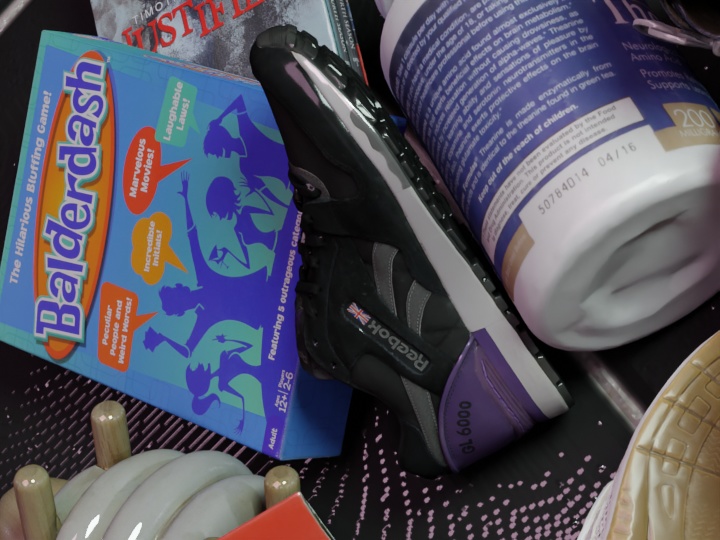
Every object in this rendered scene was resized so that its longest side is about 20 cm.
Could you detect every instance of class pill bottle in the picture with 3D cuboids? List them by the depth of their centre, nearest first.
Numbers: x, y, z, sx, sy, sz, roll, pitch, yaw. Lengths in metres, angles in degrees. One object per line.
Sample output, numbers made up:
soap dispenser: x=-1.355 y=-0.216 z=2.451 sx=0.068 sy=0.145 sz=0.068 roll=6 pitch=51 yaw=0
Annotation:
pill bottle: x=0.076 y=-0.075 z=0.853 sx=0.111 sy=0.111 sz=0.200 roll=-38 pitch=58 yaw=15

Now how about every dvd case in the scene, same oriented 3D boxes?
dvd case: x=-0.067 y=-0.115 z=0.971 sx=0.146 sy=0.022 sz=0.201 roll=-23 pitch=73 yaw=37

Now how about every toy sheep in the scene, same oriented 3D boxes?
toy sheep: x=-0.073 y=0.136 z=0.860 sx=0.199 sy=0.138 sz=0.138 roll=21 pitch=84 yaw=30

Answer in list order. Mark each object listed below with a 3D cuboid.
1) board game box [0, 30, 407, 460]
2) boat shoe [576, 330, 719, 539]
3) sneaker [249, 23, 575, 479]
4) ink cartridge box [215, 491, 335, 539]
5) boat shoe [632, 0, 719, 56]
board game box: x=-0.080 y=-0.016 z=0.937 sx=0.199 sy=0.045 sz=0.153 roll=18 pitch=101 yaw=39
boat shoe: x=0.114 y=0.106 z=0.789 sx=0.071 sy=0.069 sz=0.200 roll=33 pitch=70 yaw=-2
sneaker: x=0.000 y=0.000 z=0.827 sx=0.087 sy=0.200 sz=0.076 roll=-33 pitch=15 yaw=7
ink cartridge box: x=-0.011 y=0.195 z=0.777 sx=0.109 sy=0.050 sz=0.200 roll=-32 pitch=101 yaw=19
boat shoe: x=0.140 y=-0.114 z=0.781 sx=0.074 sy=0.200 sz=0.062 roll=1 pitch=85 yaw=13
